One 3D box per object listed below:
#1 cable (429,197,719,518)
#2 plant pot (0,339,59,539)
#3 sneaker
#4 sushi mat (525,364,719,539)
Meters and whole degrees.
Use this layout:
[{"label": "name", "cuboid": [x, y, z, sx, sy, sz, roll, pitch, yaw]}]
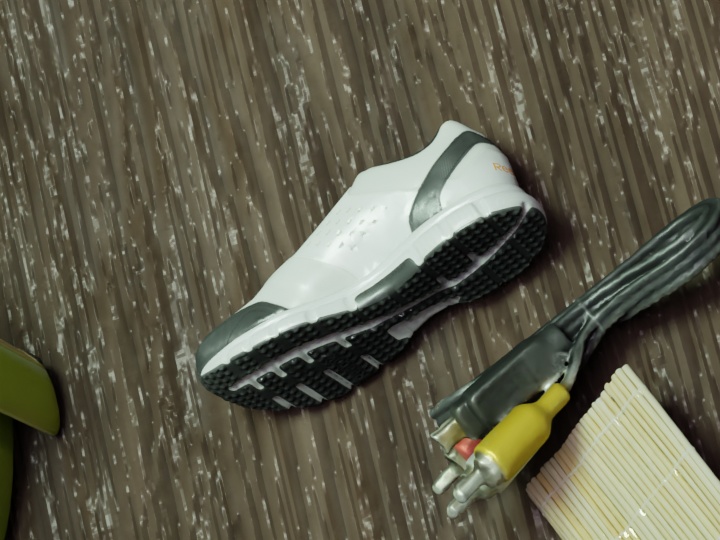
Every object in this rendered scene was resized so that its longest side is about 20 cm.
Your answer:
[{"label": "cable", "cuboid": [0.107, 0.043, 1.356, 0.200, 0.097, 0.050, -38, 97, -7]}, {"label": "plant pot", "cuboid": [-0.288, 0.083, 1.449, 0.200, 0.199, 0.182, 27, 85, 27]}, {"label": "sneaker", "cuboid": [0.000, 0.000, 1.408, 0.200, 0.074, 0.080, -31, 54, 11]}, {"label": "sushi mat", "cuboid": [0.154, 0.146, 1.295, 0.200, 0.012, 0.096, 54, 125, 32]}]
